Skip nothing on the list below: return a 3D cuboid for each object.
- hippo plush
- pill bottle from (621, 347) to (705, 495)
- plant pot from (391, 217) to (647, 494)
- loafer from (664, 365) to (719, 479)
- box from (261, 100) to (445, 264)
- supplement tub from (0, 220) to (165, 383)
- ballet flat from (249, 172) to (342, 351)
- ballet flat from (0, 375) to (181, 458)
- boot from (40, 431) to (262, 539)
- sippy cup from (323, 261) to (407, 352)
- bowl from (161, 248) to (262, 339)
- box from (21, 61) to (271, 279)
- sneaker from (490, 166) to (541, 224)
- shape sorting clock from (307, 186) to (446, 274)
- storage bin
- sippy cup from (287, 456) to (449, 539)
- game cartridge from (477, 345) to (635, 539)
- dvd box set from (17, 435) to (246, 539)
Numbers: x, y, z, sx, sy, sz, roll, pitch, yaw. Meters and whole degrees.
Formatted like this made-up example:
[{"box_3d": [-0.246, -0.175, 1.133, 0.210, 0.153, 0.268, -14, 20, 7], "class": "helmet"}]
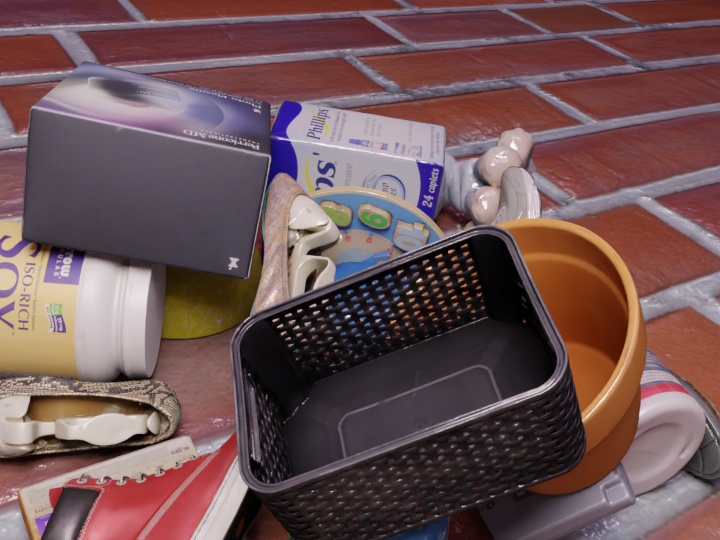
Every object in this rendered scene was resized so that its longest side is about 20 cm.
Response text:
[{"box_3d": [0.138, -0.130, 1.060, 0.158, 0.162, 0.200, 21, 36, 17], "class": "hippo plush"}, {"box_3d": [0.227, 0.105, 0.773, 0.117, 0.121, 0.201, -4, 36, -19], "class": "pill bottle"}, {"box_3d": [0.133, 0.083, 0.616, 0.197, 0.140, 0.203, -21, 44, 21], "class": "plant pot"}, {"box_3d": [0.313, 0.128, 0.810, 0.062, 0.073, 0.200, -3, 33, -30], "class": "loafer"}, {"box_3d": [-0.011, -0.082, 0.931, 0.196, 0.187, 0.106, 9, 35, 1], "class": "box"}, {"box_3d": [-0.289, 0.031, 0.732, 0.196, 0.148, 0.146, 4, 34, -7], "class": "supplement tub"}, {"box_3d": [-0.049, -0.009, 0.679, 0.066, 0.068, 0.203, -17, 51, 25], "class": "ballet flat"}, {"box_3d": [-0.250, 0.126, 0.666, 0.196, 0.069, 0.075, 0, 9, -17], "class": "ballet flat"}, {"box_3d": [-0.147, 0.158, 0.596, 0.142, 0.073, 0.201, 17, 36, 11], "class": "boot"}, {"box_3d": [-0.002, 0.069, 0.746, 0.138, 0.132, 0.178, 23, 36, 20], "class": "sippy cup"}, {"box_3d": [-0.201, -0.029, 0.877, 0.196, 0.109, 0.202, 6, 34, -4], "class": "bowl"}, {"box_3d": [-0.186, -0.101, 0.739, 0.196, 0.125, 0.199, 10, 24, -12], "class": "box"}, {"box_3d": [0.161, -0.026, 0.918, 0.090, 0.076, 0.204, 1, 74, 2], "class": "sneaker"}, {"box_3d": [0.000, 0.000, 0.801, 0.196, 0.202, 0.040, 10, 44, 1], "class": "shape sorting clock"}, {"box_3d": [0.027, 0.076, 0.501, 0.197, 0.094, 0.137, -22, 45, 6], "class": "storage bin"}, {"box_3d": [0.008, 0.196, 0.578, 0.174, 0.132, 0.140, 12, 33, 6], "class": "sippy cup"}, {"box_3d": [0.146, 0.139, 0.700, 0.041, 0.132, 0.202, 36, 30, -37], "class": "game cartridge"}, {"box_3d": [-0.158, 0.219, 0.591, 0.144, 0.030, 0.200, -14, 39, -31], "class": "dvd box set"}]
